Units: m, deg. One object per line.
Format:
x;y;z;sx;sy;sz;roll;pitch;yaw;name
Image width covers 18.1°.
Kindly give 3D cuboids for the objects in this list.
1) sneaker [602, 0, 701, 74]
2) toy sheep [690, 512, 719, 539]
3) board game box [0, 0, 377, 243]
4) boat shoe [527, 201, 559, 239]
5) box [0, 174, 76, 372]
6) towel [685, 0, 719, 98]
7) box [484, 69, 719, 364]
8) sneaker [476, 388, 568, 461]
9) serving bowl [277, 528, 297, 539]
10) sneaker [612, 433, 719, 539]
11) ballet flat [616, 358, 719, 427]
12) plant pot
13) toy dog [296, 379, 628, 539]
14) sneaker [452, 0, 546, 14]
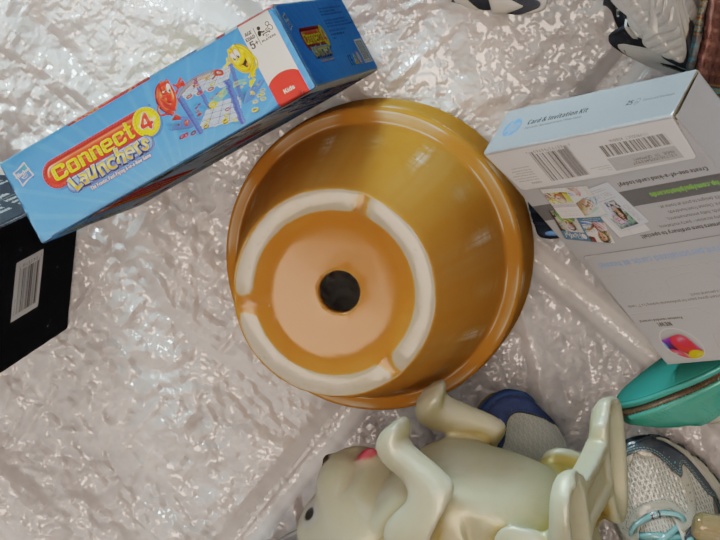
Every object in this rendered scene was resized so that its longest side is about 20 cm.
0.176;-0.165;1.359;0.129;0.198;0.080;20;93;46;sneaker
0.304;0.181;1.413;0.198;0.138;0.139;8;101;-9;toy sheep
-0.101;-0.098;1.410;0.195;0.200;0.056;-28;92;13;board game box
0.205;-0.042;1.432;0.199;0.084;0.069;8;109;26;boat shoe
-0.300;-0.004;1.464;0.181;0.200;0.105;10;102;10;box
0.271;-0.153;1.345;0.022;0.199;0.148;21;106;46;towel
0.191;-0.026;1.340;0.155;0.041;0.200;-9;131;50;box
0.129;0.173;1.457;0.075;0.088;0.201;-21;100;-16;sneaker
0.008;0.255;1.514;0.198;0.066;0.202;2;99;10;serving bowl
0.213;0.203;1.455;0.077;0.086;0.201;-20;95;12;sneaker
0.258;0.057;1.436;0.200;0.067;0.070;-37;105;16;ballet flat
0.000;0.000;1.414;0.198;0.183;0.202;2;100;11;plant pot
0.058;0.161;1.391;0.198;0.140;0.195;2;122;21;toy dog
0.056;-0.262;1.406;0.128;0.080;0.201;1;109;2;sneaker
